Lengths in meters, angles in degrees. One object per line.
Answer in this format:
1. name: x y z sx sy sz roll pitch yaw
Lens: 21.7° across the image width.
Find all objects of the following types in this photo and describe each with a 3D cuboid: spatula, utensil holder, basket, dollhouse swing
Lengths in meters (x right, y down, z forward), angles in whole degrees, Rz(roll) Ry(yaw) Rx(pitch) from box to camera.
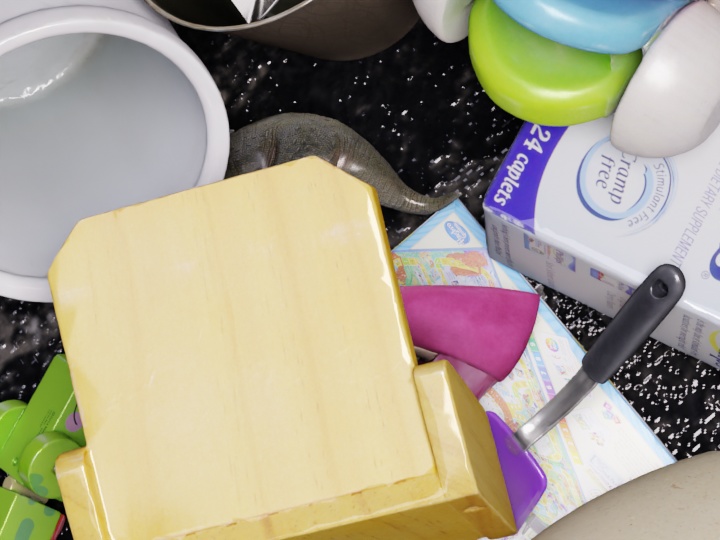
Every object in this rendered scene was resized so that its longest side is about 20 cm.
1. spatula: 0.108 0.064 0.972 0.057 0.021 0.200 50 127 19
2. utensil holder: -0.182 -0.107 1.027 0.170 0.170 0.200 -40 41 5
3. basket: -0.027 -0.191 1.025 0.136 0.200 0.180 39 93 12
4. dollhouse swing: -0.045 0.063 0.971 0.199 0.182 0.176 -15 71 9

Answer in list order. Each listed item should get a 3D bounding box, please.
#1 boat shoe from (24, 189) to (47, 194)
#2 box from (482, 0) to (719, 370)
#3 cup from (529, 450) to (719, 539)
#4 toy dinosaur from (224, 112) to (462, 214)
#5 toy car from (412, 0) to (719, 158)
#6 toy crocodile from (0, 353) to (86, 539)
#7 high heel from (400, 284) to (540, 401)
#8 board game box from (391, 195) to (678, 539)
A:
1. boat shoe: -0.133 0.026 1.088 0.071 0.070 0.200 -42 81 5
2. box: 0.193 -0.055 0.999 0.200 0.105 0.184 26 79 12
3. cup: 0.175 0.178 0.964 0.200 0.200 0.143 37 72 13
4. toy dinosaur: -0.047 -0.049 1.061 0.199 0.077 0.103 -7 86 23
5. toy car: 0.126 -0.167 0.906 0.175 0.150 0.200 35 80 16
6. toy crocodile: -0.199 0.141 1.097 0.067 0.062 0.200 18 81 48
7. high heel: 0.000 0.000 1.009 0.200 0.067 0.096 38 81 -17
8. board game box: 0.068 0.077 1.062 0.134 0.034 0.200 -40 78 5
